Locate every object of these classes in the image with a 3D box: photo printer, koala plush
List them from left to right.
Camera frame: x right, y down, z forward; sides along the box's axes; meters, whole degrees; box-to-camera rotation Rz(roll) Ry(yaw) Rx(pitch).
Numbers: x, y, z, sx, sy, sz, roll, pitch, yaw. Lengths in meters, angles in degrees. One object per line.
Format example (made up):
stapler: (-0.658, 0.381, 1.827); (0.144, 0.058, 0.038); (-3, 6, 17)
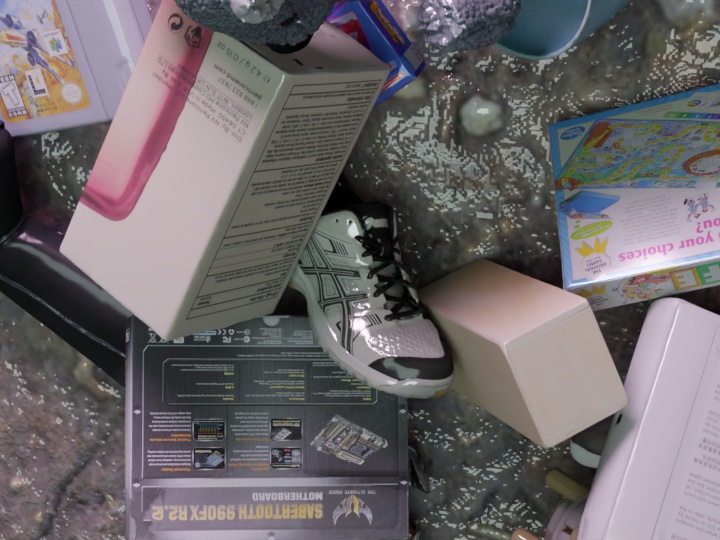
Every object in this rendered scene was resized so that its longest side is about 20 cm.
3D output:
koala plush: (-0.035, -0.203, 1.006); (0.177, 0.199, 0.185); (30, 140, 47)
photo printer: (0.233, 0.139, 1.098); (0.166, 0.069, 0.201); (21, 77, -7)

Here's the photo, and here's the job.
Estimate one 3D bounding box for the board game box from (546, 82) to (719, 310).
board game box: (0.227, -0.056, 1.120); (0.199, 0.135, 0.034); (-12, 146, 17)

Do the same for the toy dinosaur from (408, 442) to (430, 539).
toy dinosaur: (-0.026, 0.144, 1.282); (0.135, 0.102, 0.201); (-23, 84, 4)

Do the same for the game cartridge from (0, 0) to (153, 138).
game cartridge: (-0.224, -0.163, 1.188); (0.199, 0.042, 0.134); (-5, 114, 40)

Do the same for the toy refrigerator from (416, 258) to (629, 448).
toy refrigerator: (0.103, 0.049, 1.143); (0.070, 0.200, 0.076); (-26, 103, -10)

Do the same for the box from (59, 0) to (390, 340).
box: (-0.089, -0.072, 1.119); (0.109, 0.128, 0.201); (37, 115, 22)

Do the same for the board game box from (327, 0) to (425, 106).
board game box: (-0.074, -0.139, 1.199); (0.200, 0.045, 0.135); (-32, 100, 21)

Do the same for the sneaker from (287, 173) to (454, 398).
sneaker: (0.000, 0.000, 1.170); (0.200, 0.075, 0.088); (48, 127, 29)

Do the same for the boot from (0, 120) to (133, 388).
boot: (-0.213, -0.009, 1.236); (0.200, 0.066, 0.165); (38, 150, -2)

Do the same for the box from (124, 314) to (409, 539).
box: (-0.065, 0.112, 1.210); (0.199, 0.048, 0.159); (0, 84, -10)

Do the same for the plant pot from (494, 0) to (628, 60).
plant pot: (0.127, -0.249, 1.053); (0.134, 0.200, 0.201); (-29, 105, -21)

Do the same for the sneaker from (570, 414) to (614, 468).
sneaker: (0.236, 0.078, 1.201); (0.199, 0.077, 0.082); (-20, 96, 8)

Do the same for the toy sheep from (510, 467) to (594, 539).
toy sheep: (0.185, 0.201, 1.196); (0.137, 0.200, 0.139); (-8, 74, 30)
